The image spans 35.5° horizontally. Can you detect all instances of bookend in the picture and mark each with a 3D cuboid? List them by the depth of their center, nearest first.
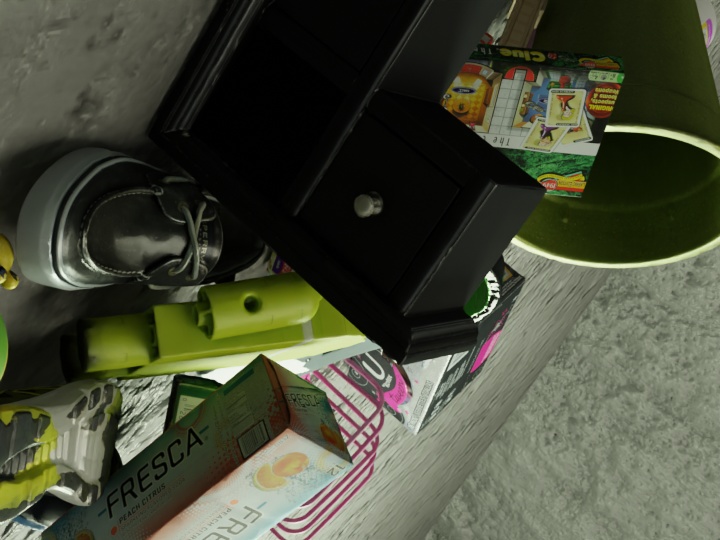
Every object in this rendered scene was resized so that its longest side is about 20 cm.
[{"bbox_3d":[0.023,-0.091,0.591,0.199,0.200,0.092,-55,157,19],"label":"bookend"}]

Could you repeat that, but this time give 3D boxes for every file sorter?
[{"bbox_3d":[-0.059,0.160,1.070,0.139,0.125,0.200,-44,163,-21],"label":"file sorter"}]

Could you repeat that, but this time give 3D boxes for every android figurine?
[{"bbox_3d":[-0.080,0.037,0.700,0.200,0.041,0.182,-7,171,-23],"label":"android figurine"}]

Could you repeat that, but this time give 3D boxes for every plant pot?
[{"bbox_3d":[0.199,-0.132,0.872,0.200,0.200,0.190,94,4,-63],"label":"plant pot"}]

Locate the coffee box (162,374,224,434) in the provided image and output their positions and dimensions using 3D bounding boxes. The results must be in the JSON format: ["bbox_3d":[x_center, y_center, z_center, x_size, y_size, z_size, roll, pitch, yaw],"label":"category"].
[{"bbox_3d":[-0.133,0.179,0.815,0.123,0.044,0.201,171,-70,-80],"label":"coffee box"}]

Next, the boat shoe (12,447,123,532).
[{"bbox_3d":[-0.188,0.151,0.784,0.069,0.084,0.200,-52,166,-8],"label":"boat shoe"}]

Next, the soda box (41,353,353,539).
[{"bbox_3d":[-0.104,0.142,0.697,0.200,0.064,0.068,-39,135,15],"label":"soda box"}]

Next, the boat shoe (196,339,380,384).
[{"bbox_3d":[-0.050,0.032,0.934,0.200,0.091,0.071,-14,149,-19],"label":"boat shoe"}]

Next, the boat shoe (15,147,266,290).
[{"bbox_3d":[-0.106,-0.026,0.606,0.200,0.071,0.072,-21,123,-71],"label":"boat shoe"}]

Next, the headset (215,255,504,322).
[{"bbox_3d":[0.000,0.000,0.773,0.124,0.200,0.094,123,-16,-56],"label":"headset"}]

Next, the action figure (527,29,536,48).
[{"bbox_3d":[0.143,-0.127,0.975,0.200,0.134,0.149,-41,161,-40],"label":"action figure"}]

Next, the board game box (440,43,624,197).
[{"bbox_3d":[0.059,-0.100,0.727,0.105,0.199,0.023,100,-8,-47],"label":"board game box"}]

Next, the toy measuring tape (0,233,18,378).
[{"bbox_3d":[-0.224,0.066,0.517,0.200,0.074,0.074,-50,164,-3],"label":"toy measuring tape"}]

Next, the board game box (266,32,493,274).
[{"bbox_3d":[0.012,-0.087,0.861,0.151,0.046,0.200,-38,159,-40],"label":"board game box"}]

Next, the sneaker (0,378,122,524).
[{"bbox_3d":[-0.198,0.091,0.628,0.200,0.084,0.075,33,67,-78],"label":"sneaker"}]

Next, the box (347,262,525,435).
[{"bbox_3d":[0.078,0.066,1.255,0.132,0.115,0.200,-39,159,-32],"label":"box"}]

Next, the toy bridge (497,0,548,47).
[{"bbox_3d":[0.094,-0.126,0.822,0.067,0.027,0.200,106,8,-75],"label":"toy bridge"}]

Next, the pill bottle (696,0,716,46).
[{"bbox_3d":[0.282,-0.223,1.190,0.200,0.104,0.104,-43,162,-24],"label":"pill bottle"}]
